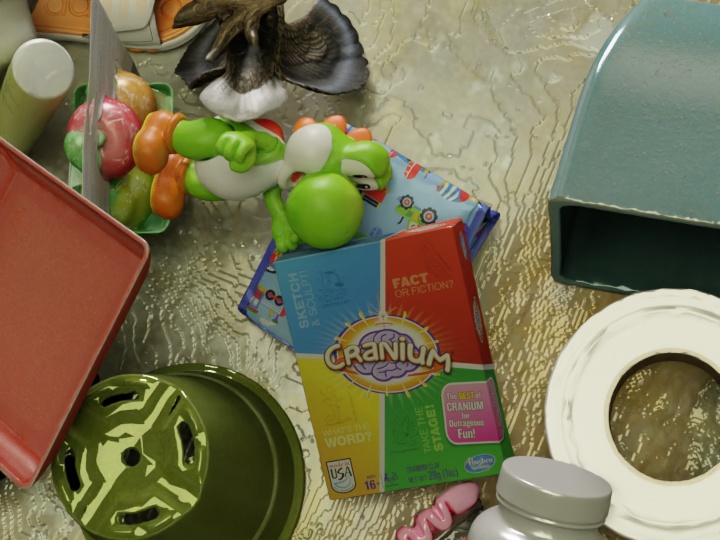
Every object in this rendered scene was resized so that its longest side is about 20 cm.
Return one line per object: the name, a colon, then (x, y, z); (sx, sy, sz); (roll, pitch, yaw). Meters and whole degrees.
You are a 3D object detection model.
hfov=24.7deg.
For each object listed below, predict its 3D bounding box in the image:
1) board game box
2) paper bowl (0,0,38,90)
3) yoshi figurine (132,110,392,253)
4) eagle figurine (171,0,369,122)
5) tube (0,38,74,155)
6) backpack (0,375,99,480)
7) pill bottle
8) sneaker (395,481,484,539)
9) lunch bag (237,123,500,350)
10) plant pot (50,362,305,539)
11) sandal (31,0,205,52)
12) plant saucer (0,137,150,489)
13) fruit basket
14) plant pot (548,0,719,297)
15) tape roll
board game box: (0.027, 0.072, 1.305); (0.152, 0.040, 0.202); (-11, 98, 16)
paper bowl: (-0.355, -0.186, 1.389); (0.200, 0.201, 0.105); (-41, 91, -3)
yoshi figurine: (-0.076, -0.066, 1.290); (0.198, 0.112, 0.113); (3, 101, 13)
eagle figurine: (-0.081, -0.193, 1.355); (0.151, 0.200, 0.152); (-39, 79, -2)
tube: (-0.284, -0.134, 1.378); (0.052, 0.200, 0.058); (42, 67, -6)
backpack: (-0.317, 0.102, 1.343); (0.199, 0.167, 0.127); (-35, 70, -7)
pill bottle: (0.126, 0.248, 1.232); (0.111, 0.112, 0.202); (13, 101, 11)
sneaker: (0.038, 0.260, 1.300); (0.200, 0.079, 0.096); (-40, 86, -1)
lunch bag: (0.000, 0.000, 1.363); (0.150, 0.094, 0.201); (30, 95, 10)
plant pot: (-0.155, 0.155, 1.286); (0.198, 0.190, 0.202); (-2, 76, 7)
sandal: (-0.234, -0.239, 1.456); (0.205, 0.059, 0.080); (-1, 77, 8)
plant saucer: (-0.250, 0.030, 1.223); (0.199, 0.037, 0.201); (33, 98, 35)
fruit basket: (-0.211, -0.105, 1.349); (0.093, 0.200, 0.187); (-2, 77, 8)
plant pot: (0.260, -0.098, 1.291); (0.194, 0.197, 0.202); (9, 72, 10)
tape roll: (0.246, 0.116, 1.291); (0.200, 0.071, 0.205); (-2, 81, 10)
